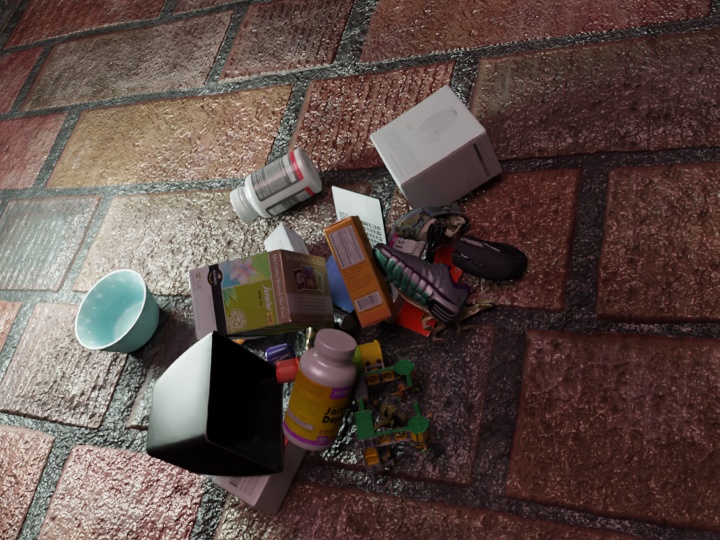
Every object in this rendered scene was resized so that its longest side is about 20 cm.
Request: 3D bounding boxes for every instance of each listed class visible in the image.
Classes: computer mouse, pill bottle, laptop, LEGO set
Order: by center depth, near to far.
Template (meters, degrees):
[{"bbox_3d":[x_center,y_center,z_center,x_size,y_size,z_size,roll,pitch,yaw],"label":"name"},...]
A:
[{"bbox_3d":[-0.068,0.208,1.254,0.104,0.103,0.202,34,117,38],"label":"pill bottle"},{"bbox_3d":[0.054,0.266,1.258,0.152,0.117,0.201,-17,39,-6],"label":"LEGO set"},{"bbox_3d":[0.202,-0.001,1.327,0.198,0.142,0.046,21,34,0],"label":"computer mouse"},{"bbox_3d":[-0.037,-0.049,1.444,0.115,0.203,0.187,-22,25,-27],"label":"laptop"},{"bbox_3d":[-0.197,-0.190,1.645,0.198,0.111,0.112,-26,53,11],"label":"pill bottle"}]

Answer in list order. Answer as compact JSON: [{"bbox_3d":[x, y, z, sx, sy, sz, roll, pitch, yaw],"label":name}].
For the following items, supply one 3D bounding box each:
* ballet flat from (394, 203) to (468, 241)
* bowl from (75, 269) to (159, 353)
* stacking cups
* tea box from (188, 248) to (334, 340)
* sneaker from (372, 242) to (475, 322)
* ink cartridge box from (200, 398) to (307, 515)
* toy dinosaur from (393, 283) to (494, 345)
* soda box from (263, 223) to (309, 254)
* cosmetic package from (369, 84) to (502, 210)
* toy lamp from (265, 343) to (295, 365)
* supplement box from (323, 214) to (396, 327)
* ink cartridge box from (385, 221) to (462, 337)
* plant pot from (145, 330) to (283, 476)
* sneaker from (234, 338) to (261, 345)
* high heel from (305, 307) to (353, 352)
[{"bbox_3d":[0.147,-0.088,1.371,0.074,0.199,0.075,15,113,38],"label":"ballet flat"},{"bbox_3d":[-0.549,0.110,1.650,0.198,0.105,0.203,-13,57,20],"label":"bowl"},{"bbox_3d":[-0.058,0.177,1.325,0.197,0.061,0.061,-10,52,-14],"label":"stacking cups"},{"bbox_3d":[-0.178,0.049,1.323,0.194,0.200,0.136,-13,82,20],"label":"tea box"},{"bbox_3d":[0.114,0.005,1.309,0.200,0.075,0.088,41,65,9],"label":"sneaker"},{"bbox_3d":[-0.218,0.347,1.347,0.198,0.084,0.145,18,70,33],"label":"ink cartridge box"},{"bbox_3d":[0.151,0.082,1.342,0.197,0.059,0.102,6,52,18],"label":"toy dinosaur"},{"bbox_3d":[-0.142,-0.011,1.507,0.064,0.068,0.201,-44,39,13],"label":"soda box"},{"bbox_3d":[0.153,-0.243,1.474,0.198,0.123,0.200,-30,44,6],"label":"cosmetic package"},{"bbox_3d":[-0.222,0.211,1.452,0.198,0.058,0.059,-30,52,12],"label":"toy lamp"},{"bbox_3d":[0.000,0.000,1.338,0.068,0.067,0.203,-20,91,13],"label":"supplement box"},{"bbox_3d":[0.101,0.013,1.410,0.172,0.044,0.202,19,71,36],"label":"ink cartridge box"},{"bbox_3d":[-0.264,0.258,1.262,0.176,0.200,0.202,-23,51,25],"label":"plant pot"},{"bbox_3d":[-0.220,0.075,1.507,0.112,0.077,0.202,41,113,30],"label":"sneaker"},{"bbox_3d":[-0.097,0.162,1.424,0.142,0.071,0.202,19,80,54],"label":"high heel"}]
